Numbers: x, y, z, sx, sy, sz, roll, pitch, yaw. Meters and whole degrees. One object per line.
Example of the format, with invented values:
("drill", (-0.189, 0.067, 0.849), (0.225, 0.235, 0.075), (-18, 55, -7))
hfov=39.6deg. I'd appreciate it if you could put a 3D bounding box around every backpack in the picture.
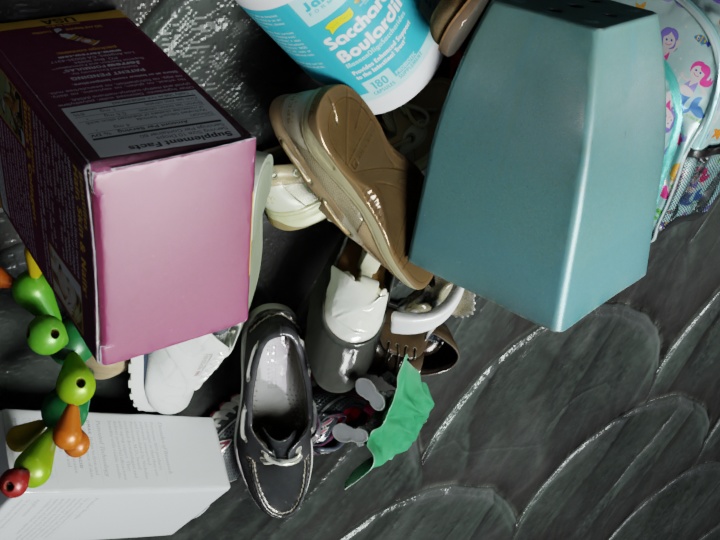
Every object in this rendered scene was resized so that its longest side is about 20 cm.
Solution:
("backpack", (0.230, -0.147, 0.827), (0.148, 0.178, 0.202), (-14, 138, -35))

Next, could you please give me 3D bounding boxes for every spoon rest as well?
("spoon rest", (0.072, -0.040, 0.874), (0.100, 0.059, 0.204), (93, 9, -71))

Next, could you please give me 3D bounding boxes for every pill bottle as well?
("pill bottle", (-0.027, -0.203, 0.689), (0.111, 0.111, 0.199), (-50, 139, 3))

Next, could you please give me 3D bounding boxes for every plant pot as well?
("plant pot", (0.138, -0.093, 0.731), (0.140, 0.140, 0.204), (-24, 128, -44))

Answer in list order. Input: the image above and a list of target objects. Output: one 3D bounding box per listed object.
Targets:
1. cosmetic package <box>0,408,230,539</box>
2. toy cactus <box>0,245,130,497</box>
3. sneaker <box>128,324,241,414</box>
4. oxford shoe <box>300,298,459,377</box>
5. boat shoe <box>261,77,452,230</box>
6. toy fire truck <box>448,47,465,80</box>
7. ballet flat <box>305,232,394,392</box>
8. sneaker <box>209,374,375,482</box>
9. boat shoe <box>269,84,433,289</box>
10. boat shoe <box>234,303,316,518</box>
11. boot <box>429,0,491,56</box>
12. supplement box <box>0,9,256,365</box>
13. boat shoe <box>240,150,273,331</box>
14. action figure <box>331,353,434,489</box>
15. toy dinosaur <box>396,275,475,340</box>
("cosmetic package", (-0.216, 0.169, 0.817), (0.198, 0.075, 0.101), (10, 140, -46))
("toy cactus", (-0.213, 0.058, 0.734), (0.165, 0.100, 0.205), (47, 45, -80))
("sneaker", (-0.135, 0.057, 0.782), (0.079, 0.078, 0.202), (10, 143, -2))
("oxford shoe", (0.021, 0.070, 0.961), (0.197, 0.084, 0.074), (-1, 123, -39))
("boat shoe", (0.002, -0.109, 0.819), (0.198, 0.073, 0.064), (-28, 133, -8))
("toy fire truck", (0.158, -0.240, 0.866), (0.139, 0.049, 0.203), (-12, 128, -35))
("ballet flat", (0.000, 0.000, 0.842), (0.068, 0.067, 0.204), (126, -20, -68))
("sneaker", (-0.068, 0.149, 0.950), (0.197, 0.075, 0.082), (-25, 134, -24))
("boat shoe", (0.002, -0.063, 0.769), (0.072, 0.064, 0.201), (-58, 134, -28))
("boat shoe", (-0.071, 0.133, 0.873), (0.072, 0.060, 0.204), (-1, 108, -13))
("boot", (0.073, -0.229, 0.725), (0.074, 0.075, 0.202), (-52, -169, 47))
("supplement box", (-0.155, -0.062, 0.619), (0.102, 0.200, 0.133), (-15, 131, -30))
("boat shoe", (-0.112, -0.018, 0.798), (0.059, 0.072, 0.203), (15, 133, 1))
("action figure", (0.028, 0.133, 0.903), (0.120, 0.054, 0.200), (-61, 162, -1))
("toy dinosaur", (0.108, -0.030, 0.944), (0.201, 0.102, 0.077), (-48, 139, 2))
